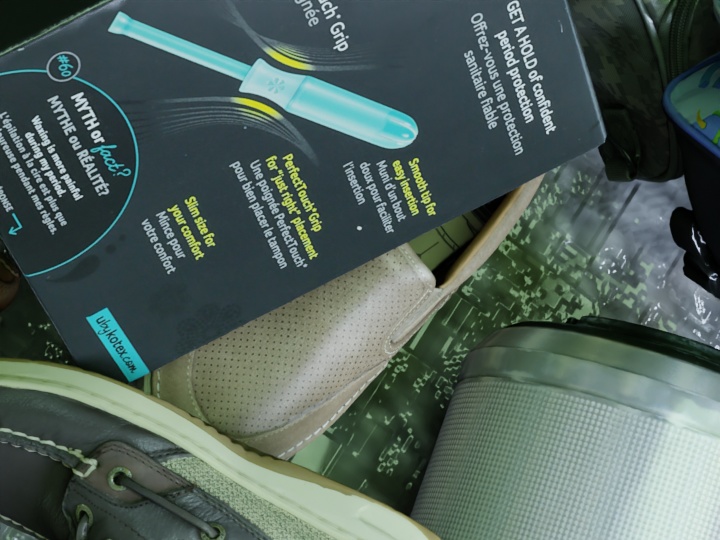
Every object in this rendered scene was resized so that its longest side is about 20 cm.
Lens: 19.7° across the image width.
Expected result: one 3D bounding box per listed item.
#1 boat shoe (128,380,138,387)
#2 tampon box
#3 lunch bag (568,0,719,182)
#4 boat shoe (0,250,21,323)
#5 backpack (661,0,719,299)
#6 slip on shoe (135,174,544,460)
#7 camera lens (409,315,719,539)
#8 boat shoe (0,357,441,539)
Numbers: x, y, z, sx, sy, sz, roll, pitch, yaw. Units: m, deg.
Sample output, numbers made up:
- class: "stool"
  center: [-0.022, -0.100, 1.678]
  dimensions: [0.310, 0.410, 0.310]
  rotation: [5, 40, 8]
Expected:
- class: "boat shoe"
  center: [-0.063, 0.012, 0.796]
  dimensions: [0.200, 0.074, 0.065]
  rotation: [-40, 93, -27]
- class: "tampon box"
  center: [-0.043, -0.084, 0.703]
  dimensions: [0.199, 0.126, 0.150]
  rotation: [-27, 134, -4]
- class: "lunch bag"
  center: [0.153, -0.148, 0.843]
  dimensions: [0.199, 0.139, 0.168]
  rotation: [-33, 110, -16]
- class: "boat shoe"
  center: [-0.188, -0.065, 0.760]
  dimensions: [0.200, 0.072, 0.068]
  rotation: [47, 75, -7]
- class: "backpack"
  center: [0.230, -0.055, 0.736]
  dimensions: [0.199, 0.183, 0.147]
  rotation: [-30, 136, -15]
- class: "slip on shoe"
  center: [0.000, 0.000, 0.752]
  dimensions: [0.200, 0.061, 0.076]
  rotation: [-39, 97, -26]
- class: "camera lens"
  center: [0.089, 0.129, 0.774]
  dimensions: [0.159, 0.160, 0.201]
  rotation: [23, 78, -13]
- class: "boat shoe"
  center: [-0.066, 0.088, 0.687]
  dimensions: [0.199, 0.073, 0.065]
  rotation: [18, 52, 10]
